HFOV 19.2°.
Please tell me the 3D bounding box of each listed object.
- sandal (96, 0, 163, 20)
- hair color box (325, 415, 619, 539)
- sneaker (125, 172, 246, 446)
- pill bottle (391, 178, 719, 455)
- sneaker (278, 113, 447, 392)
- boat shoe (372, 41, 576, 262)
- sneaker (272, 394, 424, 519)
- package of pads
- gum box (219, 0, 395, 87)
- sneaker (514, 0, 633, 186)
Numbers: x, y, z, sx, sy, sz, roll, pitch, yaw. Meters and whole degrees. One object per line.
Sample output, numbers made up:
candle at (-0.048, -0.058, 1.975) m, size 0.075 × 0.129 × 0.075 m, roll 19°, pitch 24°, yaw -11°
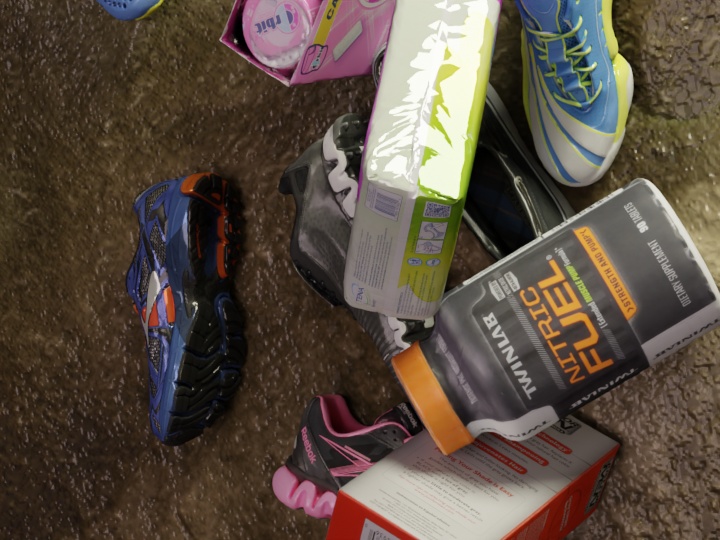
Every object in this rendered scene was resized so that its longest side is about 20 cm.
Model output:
sandal at (-0.207, -0.268, 1.534) m, size 0.079 × 0.087 × 0.201 m, roll -34°, pitch 82°, yaw 29°
hair color box at (0.073, 0.147, 1.364) m, size 0.101 × 0.199 × 0.062 m, roll 30°, pitch 124°, yaw 24°
sneaker at (-0.132, 0.027, 1.556) m, size 0.078 × 0.075 × 0.202 m, roll 7°, pitch 94°, yaw 39°
pill bottle at (0.119, 0.036, 1.332) m, size 0.199 × 0.106 × 0.107 m, roll -31°, pitch 81°, yaw 2°
sneaker at (0.000, 0.000, 1.469) m, size 0.090 × 0.066 × 0.202 m, roll -26°, pitch 81°, yaw 34°
boat shoe at (0.072, -0.078, 1.414) m, size 0.200 × 0.056 × 0.069 m, roll 51°, pitch 119°, yaw 14°
sneaker at (0.032, 0.143, 1.473) m, size 0.199 × 0.079 × 0.096 m, roll 19°, pitch 96°, yaw 26°
package of pads at (0.039, -0.089, 1.302) m, size 0.067 × 0.202 × 0.155 m, roll 12°, pitch 149°, yaw 1°
gum box at (-0.004, -0.228, 1.401) m, size 0.066 × 0.113 × 0.201 m, roll 33°, pitch 113°, yaw 22°
sneaker at (0.121, -0.150, 1.343) m, size 0.075 × 0.105 × 0.202 m, roll 4°, pitch 100°, yaw 30°
